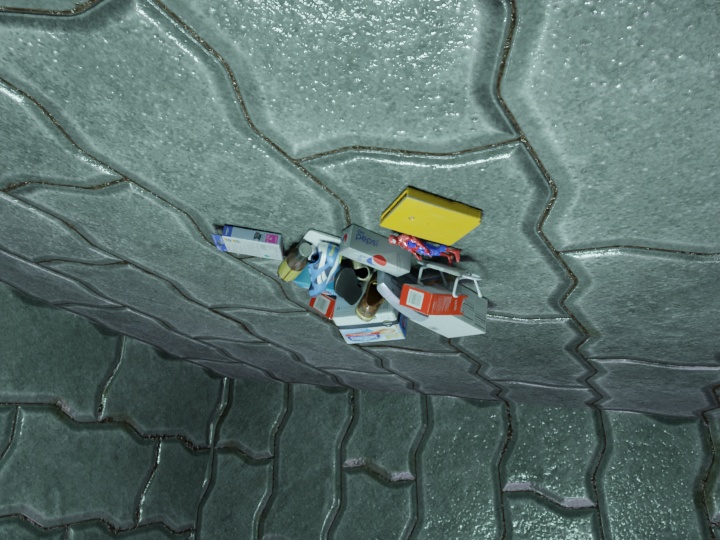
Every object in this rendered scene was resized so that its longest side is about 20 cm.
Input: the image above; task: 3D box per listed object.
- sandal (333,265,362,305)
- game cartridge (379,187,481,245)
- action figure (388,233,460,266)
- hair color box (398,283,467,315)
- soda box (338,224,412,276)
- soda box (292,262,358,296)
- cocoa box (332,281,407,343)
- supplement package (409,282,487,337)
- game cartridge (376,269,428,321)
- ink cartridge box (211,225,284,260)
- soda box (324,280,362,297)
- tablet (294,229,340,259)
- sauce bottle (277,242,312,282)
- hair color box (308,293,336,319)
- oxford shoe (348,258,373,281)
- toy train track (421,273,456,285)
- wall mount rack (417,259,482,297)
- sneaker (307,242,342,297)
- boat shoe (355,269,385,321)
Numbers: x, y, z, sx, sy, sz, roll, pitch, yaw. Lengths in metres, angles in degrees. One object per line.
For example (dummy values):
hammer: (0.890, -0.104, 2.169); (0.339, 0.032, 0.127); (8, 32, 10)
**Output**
sandal: (-0.045, 0.040, 1.686); (0.048, 0.076, 0.201); (38, 167, 24)
game cartridge: (0.164, -0.122, 1.413); (0.195, 0.033, 0.176); (13, 159, -16)
action figure: (0.161, -0.056, 1.562); (0.195, 0.053, 0.065); (19, 163, -17)
hair color box: (0.202, 0.081, 1.656); (0.100, 0.063, 0.198); (18, -171, 38)
soda box: (0.041, -0.050, 1.597); (0.196, 0.070, 0.063); (21, 157, -27)
soda box: (-0.108, 0.027, 1.810); (0.196, 0.069, 0.064); (12, 164, 34)
cocoa box: (0.034, 0.123, 1.813); (0.195, 0.136, 0.133); (-7, 136, 20)
supplement package: (0.274, 0.120, 1.872); (0.198, 0.114, 0.154); (27, 153, -37)
game cartridge: (0.118, 0.055, 1.698); (0.041, 0.136, 0.199); (-28, 129, 36)
ink cartridge box: (-0.318, -0.080, 1.725); (0.194, 0.043, 0.120); (7, 160, -1)
soda box: (-0.042, 0.057, 1.921); (0.196, 0.065, 0.068); (20, 157, -24)
tablet: (-0.111, -0.062, 1.715); (0.127, 0.014, 0.200); (16, 159, -16)
sauce bottle: (-0.185, -0.024, 1.734); (0.063, 0.066, 0.200); (16, 156, -19)
hair color box: (-0.062, 0.121, 1.990); (0.110, 0.065, 0.198); (27, -174, 39)
oxford shoe: (0.000, 0.000, 1.721); (0.069, 0.076, 0.200); (-13, 157, 8)
toy train track: (0.192, 0.028, 1.786); (0.196, 0.033, 0.115); (-12, 134, 31)
wall mount rack: (0.248, 0.026, 1.645); (0.197, 0.077, 0.172); (18, -168, 36)
sneaker: (-0.112, -0.006, 1.693); (0.081, 0.075, 0.202); (23, 131, -10)
boat shoe: (0.051, 0.053, 1.698); (0.071, 0.202, 0.068); (30, 141, 1)
